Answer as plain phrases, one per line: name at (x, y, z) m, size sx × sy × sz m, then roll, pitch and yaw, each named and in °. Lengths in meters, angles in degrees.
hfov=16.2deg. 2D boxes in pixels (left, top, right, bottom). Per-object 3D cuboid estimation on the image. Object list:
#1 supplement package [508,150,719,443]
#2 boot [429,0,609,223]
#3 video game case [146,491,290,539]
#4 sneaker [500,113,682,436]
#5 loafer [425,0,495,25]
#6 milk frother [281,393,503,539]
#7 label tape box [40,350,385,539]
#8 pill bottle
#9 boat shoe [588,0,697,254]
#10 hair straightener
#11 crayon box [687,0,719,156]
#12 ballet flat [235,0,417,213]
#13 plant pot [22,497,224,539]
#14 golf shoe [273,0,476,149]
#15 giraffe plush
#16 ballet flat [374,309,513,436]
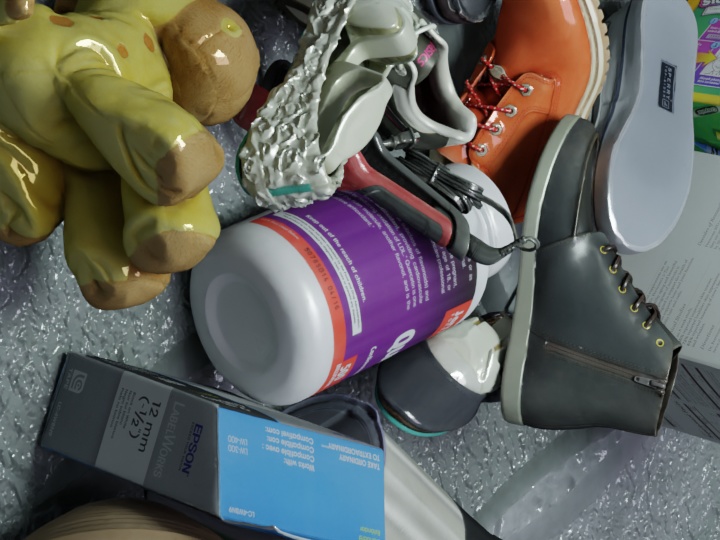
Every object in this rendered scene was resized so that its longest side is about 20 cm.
supplement package at (0.243, 0.021, 1.734) m, size 0.151 × 0.200 × 0.152 m, roll 44°, pitch 70°, yaw -43°
boot at (0.097, -0.112, 1.627) m, size 0.107 × 0.075 × 0.200 m, roll -19°, pitch 128°, yaw -33°
video game case at (-0.052, 0.235, 1.490) m, size 0.022 × 0.200 × 0.183 m, roll -22°, pitch 116°, yaw -35°
sneaker at (0.156, 0.005, 1.598) m, size 0.075 × 0.106 × 0.201 m, roll 15°, pitch 82°, yaw -76°
loafer at (0.090, -0.253, 1.604) m, size 0.072 × 0.063 × 0.201 m, roll 10°, pitch 93°, yaw -48°
milk frother at (0.024, 0.210, 1.565) m, size 0.181 × 0.200 × 0.188 m, roll -57°, pitch 133°, yaw -13°
label tape box at (-0.063, 0.109, 1.444) m, size 0.143 × 0.200 × 0.066 m, roll 19°, pitch 86°, yaw -47°
pill bottle at (0.000, 0.000, 1.544) m, size 0.200 × 0.112 × 0.113 m, roll -24°, pitch 117°, yaw -39°
boat shoe at (0.182, -0.095, 1.704) m, size 0.073 × 0.065 × 0.200 m, roll 31°, pitch 58°, yaw -26°
hair straightener at (0.024, -0.068, 1.509) m, size 0.077 × 0.200 × 0.041 m, roll -48°, pitch 163°, yaw -47°
crayon box at (0.288, -0.132, 1.740) m, size 0.119 × 0.200 × 0.058 m, roll -49°, pitch 128°, yaw -25°
ballet flat at (-0.003, -0.111, 1.424) m, size 0.072 × 0.072 × 0.200 m, roll 54°, pitch 49°, yaw -39°
plant pot at (-0.134, 0.196, 1.442) m, size 0.201 × 0.200 × 0.093 m, roll 55°, pitch 21°, yaw -39°
golf shoe at (0.009, -0.156, 1.532) m, size 0.077 × 0.088 × 0.200 m, roll -49°, pitch 129°, yaw -23°
giraffe plush at (-0.127, -0.105, 1.382) m, size 0.200 × 0.173 × 0.162 m, roll 48°, pitch 48°, yaw -3°
ballet flat at (0.068, 0.057, 1.622) m, size 0.200 × 0.073 × 0.073 m, roll -11°, pitch 110°, yaw -68°
